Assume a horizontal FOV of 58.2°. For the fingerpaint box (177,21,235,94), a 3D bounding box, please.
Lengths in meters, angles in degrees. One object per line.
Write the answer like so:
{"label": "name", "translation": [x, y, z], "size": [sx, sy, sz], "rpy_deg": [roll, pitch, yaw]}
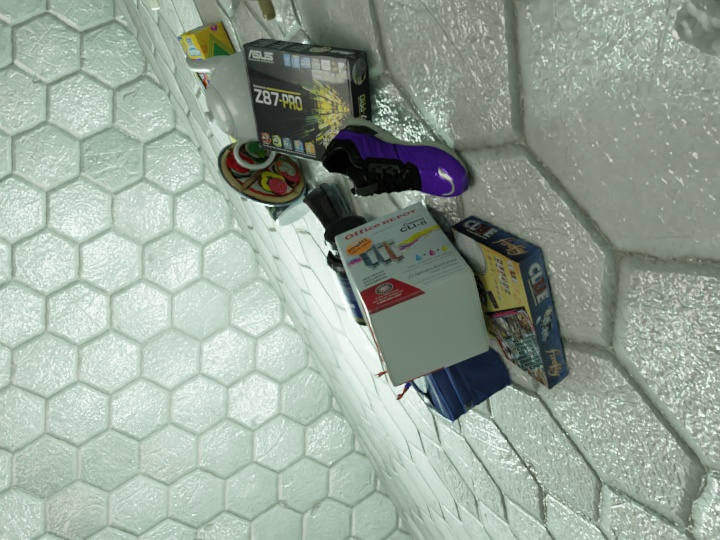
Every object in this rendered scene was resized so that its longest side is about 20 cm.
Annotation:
{"label": "fingerpaint box", "translation": [-0.344, -0.483, 1.514], "size": [0.200, 0.073, 0.167], "rpy_deg": [34, 152, 59]}

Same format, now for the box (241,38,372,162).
{"label": "box", "translation": [-0.074, -0.241, 0.936], "size": [0.199, 0.049, 0.162], "rpy_deg": [20, 129, 32]}

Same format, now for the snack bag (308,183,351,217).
{"label": "snack bag", "translation": [-0.041, -0.090, 1.380], "size": [0.201, 0.021, 0.188], "rpy_deg": [62, 165, -12]}

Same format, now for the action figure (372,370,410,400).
{"label": "action figure", "translation": [0.105, 0.262, 1.448], "size": [0.200, 0.099, 0.065], "rpy_deg": [38, 154, 61]}

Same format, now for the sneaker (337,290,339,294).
{"label": "sneaker", "translation": [0.016, 0.072, 1.407], "size": [0.085, 0.077, 0.200], "rpy_deg": [62, 167, -26]}

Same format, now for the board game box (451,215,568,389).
{"label": "board game box", "translation": [0.190, 0.040, 0.823], "size": [0.135, 0.035, 0.201], "rpy_deg": [39, 155, 55]}

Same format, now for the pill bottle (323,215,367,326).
{"label": "pill bottle", "translation": [0.000, 0.000, 1.236], "size": [0.112, 0.112, 0.201], "rpy_deg": [41, 158, 51]}

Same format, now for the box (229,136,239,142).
{"label": "box", "translation": [-0.275, -0.315, 1.618], "size": [0.201, 0.075, 0.050], "rpy_deg": [62, 166, -16]}

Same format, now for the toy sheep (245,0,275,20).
{"label": "toy sheep", "translation": [-0.153, -0.432, 0.862], "size": [0.201, 0.137, 0.138], "rpy_deg": [65, 165, -6]}

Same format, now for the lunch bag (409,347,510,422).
{"label": "lunch bag", "translation": [0.125, 0.132, 1.033], "size": [0.201, 0.132, 0.136], "rpy_deg": [60, 166, -7]}

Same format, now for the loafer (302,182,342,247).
{"label": "loafer", "translation": [-0.059, -0.077, 1.299], "size": [0.072, 0.063, 0.201], "rpy_deg": [36, 152, 56]}

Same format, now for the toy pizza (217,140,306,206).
{"label": "toy pizza", "translation": [-0.208, -0.217, 1.394], "size": [0.200, 0.200, 0.032], "rpy_deg": [53, 135, 22]}

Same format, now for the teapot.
{"label": "teapot", "translation": [-0.251, -0.341, 1.341], "size": [0.200, 0.146, 0.198], "rpy_deg": [47, 162, 36]}

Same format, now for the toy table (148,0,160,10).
{"label": "toy table", "translation": [-0.488, -0.688, 1.424], "size": [0.200, 0.183, 0.118], "rpy_deg": [60, -172, -61]}

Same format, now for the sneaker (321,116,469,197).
{"label": "sneaker", "translation": [0.035, -0.121, 0.813], "size": [0.200, 0.100, 0.070], "rpy_deg": [24, 143, 29]}

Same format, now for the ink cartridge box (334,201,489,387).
{"label": "ink cartridge box", "translation": [0.067, 0.027, 0.908], "size": [0.200, 0.145, 0.145], "rpy_deg": [-116, 5, -55]}

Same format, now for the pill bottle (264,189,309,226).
{"label": "pill bottle", "translation": [-0.202, -0.211, 1.511], "size": [0.200, 0.106, 0.106], "rpy_deg": [56, 165, 12]}
